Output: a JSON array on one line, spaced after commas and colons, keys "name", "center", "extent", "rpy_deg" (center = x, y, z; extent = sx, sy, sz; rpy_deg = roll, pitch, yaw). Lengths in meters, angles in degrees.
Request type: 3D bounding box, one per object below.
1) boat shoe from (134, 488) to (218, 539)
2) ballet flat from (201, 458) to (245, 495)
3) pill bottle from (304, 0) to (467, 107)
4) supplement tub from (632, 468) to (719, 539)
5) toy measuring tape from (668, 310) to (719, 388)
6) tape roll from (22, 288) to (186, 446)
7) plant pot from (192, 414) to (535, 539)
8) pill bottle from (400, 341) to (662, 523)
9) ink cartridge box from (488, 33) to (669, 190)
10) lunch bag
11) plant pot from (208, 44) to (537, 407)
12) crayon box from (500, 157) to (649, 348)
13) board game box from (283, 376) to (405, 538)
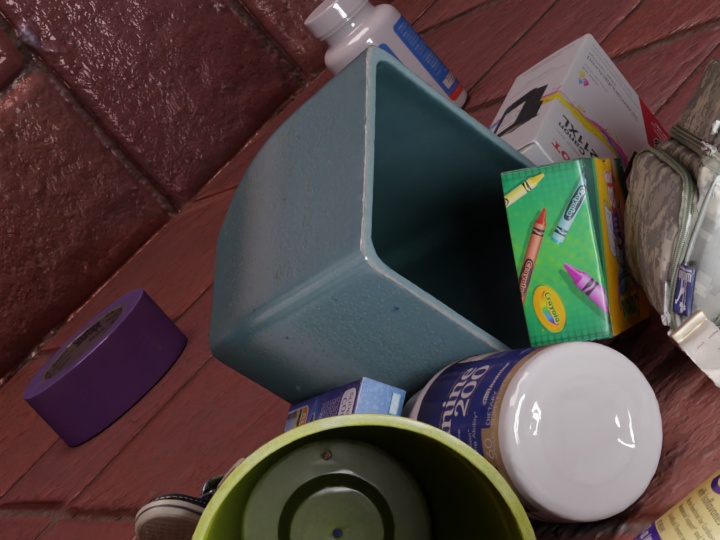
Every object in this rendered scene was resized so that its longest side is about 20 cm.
[{"name": "boat shoe", "center": [-0.095, 0.184, 1.587], "extent": [0.074, 0.200, 0.062], "rpy_deg": [-23, 64, 27]}, {"name": "ballet flat", "center": [-0.070, 0.179, 1.788], "extent": [0.200, 0.074, 0.074], "rpy_deg": [-25, 20, 52]}, {"name": "pill bottle", "center": [0.028, -0.252, 2.667], "extent": [0.112, 0.200, 0.112], "rpy_deg": [-39, 12, 10]}, {"name": "supplement tub", "center": [0.216, 0.122, 0.915], "extent": [0.200, 0.145, 0.145], "rpy_deg": [-41, 12, 6]}, {"name": "toy measuring tape", "center": [0.224, 0.093, 1.087], "extent": [0.074, 0.074, 0.200], "rpy_deg": [-41, 42, 0]}, {"name": "tape roll", "center": [-0.316, 0.119, 2.717], "extent": [0.200, 0.085, 0.200], "rpy_deg": [-39, 13, 11]}, {"name": "plant pot", "center": [-0.006, 0.172, 1.307], "extent": [0.200, 0.200, 0.193], "rpy_deg": [-42, 7, -1]}, {"name": "pill bottle", "center": [0.098, 0.107, 1.412], "extent": [0.111, 0.111, 0.200], "rpy_deg": [-46, 12, -21]}, {"name": "ink cartridge box", "center": [0.172, -0.073, 1.731], "extent": [0.083, 0.146, 0.200], "rpy_deg": [-31, 16, 31]}, {"name": "lunch bag", "center": [0.247, -0.031, 1.407], "extent": [0.168, 0.139, 0.200], "rpy_deg": [-58, 8, 8]}, {"name": "plant pot", "center": [0.000, 0.000, 1.569], "extent": [0.200, 0.196, 0.196], "rpy_deg": [-29, 42, 34]}, {"name": "crayon box", "center": [0.149, -0.014, 1.506], "extent": [0.058, 0.119, 0.200], "rpy_deg": [-10, 0, 14]}, {"name": "board game box", "center": [-0.031, 0.181, 1.497], "extent": [0.135, 0.034, 0.201], "rpy_deg": [-26, 49, 64]}]
